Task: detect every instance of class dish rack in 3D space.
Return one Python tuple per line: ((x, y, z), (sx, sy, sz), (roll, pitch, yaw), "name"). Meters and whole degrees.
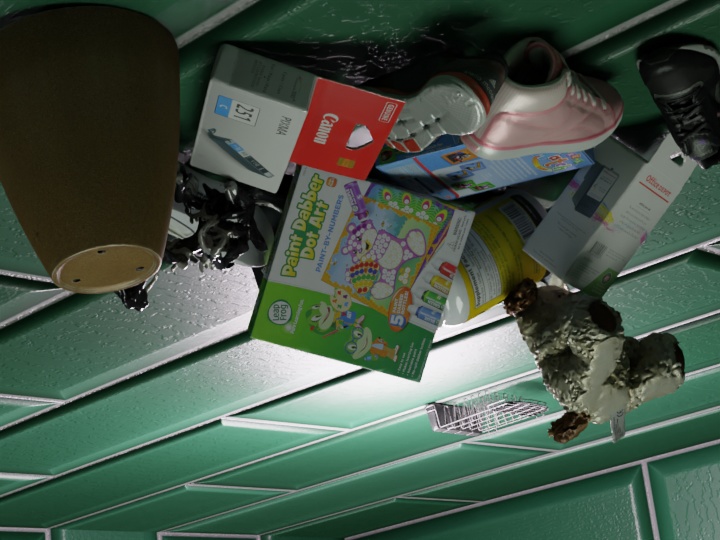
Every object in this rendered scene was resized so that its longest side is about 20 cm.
((0.236, 0.256, 2.896), (0.199, 0.055, 0.153), (-23, 158, 36), "dish rack")

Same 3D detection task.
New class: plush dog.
((0.242, 0.086, 1.786), (0.199, 0.172, 0.161), (24, 114, -38), "plush dog")

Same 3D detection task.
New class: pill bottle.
((0.121, -0.005, 1.819), (0.199, 0.115, 0.114), (-27, 170, -23), "pill bottle")

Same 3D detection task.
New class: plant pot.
((-0.231, -0.089, 1.355), (0.185, 0.201, 0.187), (-11, 158, -5), "plant pot")

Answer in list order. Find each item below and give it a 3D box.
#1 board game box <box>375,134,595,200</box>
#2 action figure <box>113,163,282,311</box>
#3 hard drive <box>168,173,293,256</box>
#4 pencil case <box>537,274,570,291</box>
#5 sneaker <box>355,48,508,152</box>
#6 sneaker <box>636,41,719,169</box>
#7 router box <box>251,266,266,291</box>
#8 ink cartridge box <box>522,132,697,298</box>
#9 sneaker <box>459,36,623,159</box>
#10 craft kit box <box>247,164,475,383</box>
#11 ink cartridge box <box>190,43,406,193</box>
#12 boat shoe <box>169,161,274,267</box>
((0.133, -0.125, 1.688), (0.199, 0.037, 0.151), (-12, 162, 20), "board game box")
((-0.169, -0.043, 1.567), (0.200, 0.119, 0.102), (-32, 150, -22), "action figure")
((-0.131, -0.058, 1.801), (0.139, 0.033, 0.200), (11, 155, -44), "hard drive")
((0.165, -0.003, 1.995), (0.199, 0.090, 0.078), (-8, 147, 5), "pencil case")
((0.068, -0.165, 1.478), (0.200, 0.082, 0.077), (4, 136, 53), "sneaker")
((0.335, -0.160, 1.575), (0.075, 0.088, 0.200), (-15, 160, 25), "sneaker")
((-0.032, -0.025, 1.828), (0.148, 0.051, 0.200), (-17, 173, -20), "router box")
((0.281, -0.075, 1.761), (0.200, 0.067, 0.117), (-54, 148, 8), "ink cartridge box")
((0.190, -0.171, 1.506), (0.199, 0.075, 0.105), (-15, 143, -35), "sneaker")
((0.000, 0.000, 1.700), (0.196, 0.201, 0.049), (15, -170, -9), "craft kit box")
((-0.064, -0.129, 1.501), (0.175, 0.045, 0.200), (17, 159, -5), "ink cartridge box")
((-0.178, -0.060, 1.675), (0.200, 0.072, 0.066), (28, 158, -37), "boat shoe")
